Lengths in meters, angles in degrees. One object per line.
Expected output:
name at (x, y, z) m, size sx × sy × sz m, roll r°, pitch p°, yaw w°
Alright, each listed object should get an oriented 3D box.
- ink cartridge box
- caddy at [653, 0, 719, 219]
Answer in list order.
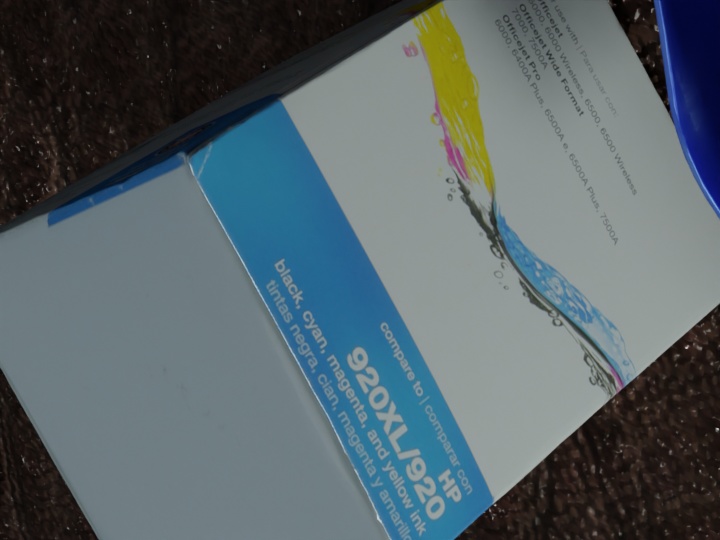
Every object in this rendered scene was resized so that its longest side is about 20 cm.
ink cartridge box at (0.000, 0.000, 0.724) m, size 0.147 × 0.200 × 0.145 m, roll -19°, pitch 102°, yaw 49°
caddy at (0.150, -0.080, 0.591) m, size 0.141 × 0.105 × 0.201 m, roll 7°, pitch 119°, yaw 42°
